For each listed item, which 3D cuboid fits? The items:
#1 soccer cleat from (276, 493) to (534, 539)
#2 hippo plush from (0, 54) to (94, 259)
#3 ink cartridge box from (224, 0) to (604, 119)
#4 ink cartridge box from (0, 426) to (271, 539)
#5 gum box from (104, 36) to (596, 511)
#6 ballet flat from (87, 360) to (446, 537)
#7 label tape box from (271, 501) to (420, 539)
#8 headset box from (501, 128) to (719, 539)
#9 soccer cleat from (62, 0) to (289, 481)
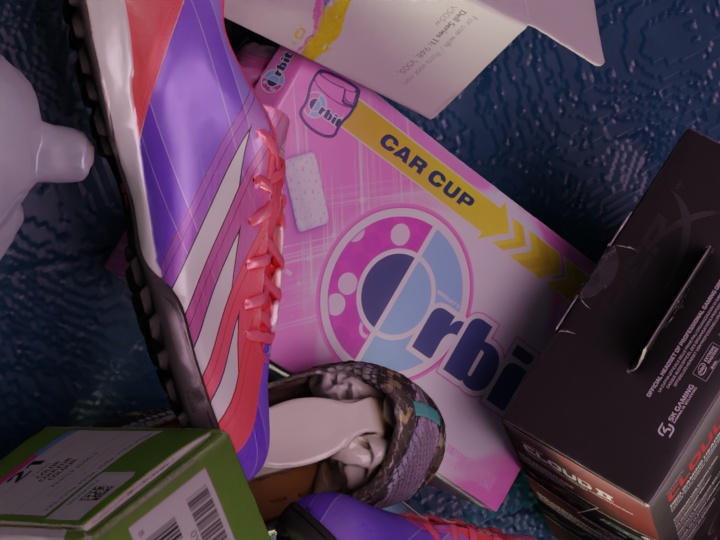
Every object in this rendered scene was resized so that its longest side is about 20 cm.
[{"bbox_3d":[0.035,0.120,0.925,0.073,0.068,0.200,-45,141,-1],"label":"soccer cleat"},{"bbox_3d":[-0.196,-0.026,0.849,0.159,0.200,0.161,31,58,1],"label":"hippo plush"},{"bbox_3d":[-0.003,-0.139,0.953,0.199,0.067,0.118,24,42,-29],"label":"ink cartridge box"},{"bbox_3d":[-0.116,0.138,0.897,0.076,0.199,0.148,-37,114,-41],"label":"ink cartridge box"},{"bbox_3d":[0.000,0.000,1.005,0.200,0.066,0.114,35,80,-28],"label":"gum box"},{"bbox_3d":[-0.066,0.079,0.935,0.199,0.072,0.072,-17,107,2],"label":"ballet flat"},{"bbox_3d":[-0.004,0.176,1.027,0.200,0.063,0.145,41,77,-27],"label":"label tape box"},{"bbox_3d":[0.137,0.044,1.023,0.149,0.075,0.200,-56,159,-12],"label":"headset box"},{"bbox_3d":[-0.053,-0.020,0.873,0.073,0.068,0.201,-14,92,-9],"label":"soccer cleat"}]
